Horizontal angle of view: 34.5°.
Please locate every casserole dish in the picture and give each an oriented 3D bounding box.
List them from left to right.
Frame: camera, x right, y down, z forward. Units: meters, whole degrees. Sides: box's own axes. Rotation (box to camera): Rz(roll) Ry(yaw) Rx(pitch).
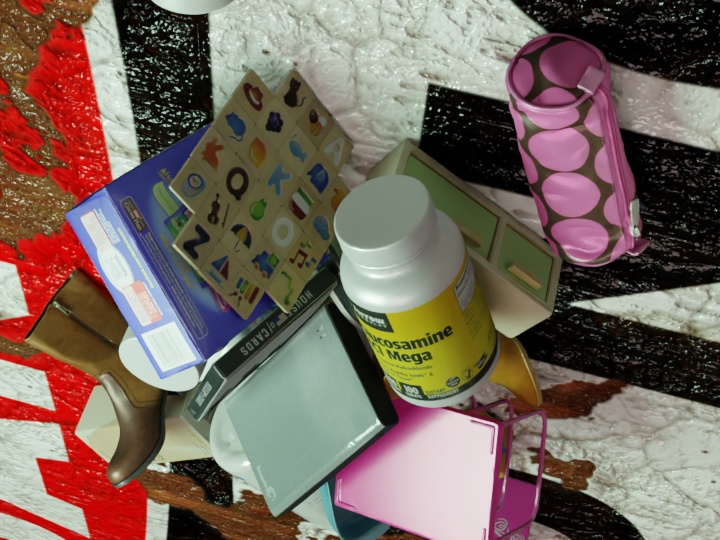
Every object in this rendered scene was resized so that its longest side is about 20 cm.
[{"bbox_3d":[-0.005,0.216,1.341,0.038,0.120,0.204,12,119,47],"label":"casserole dish"}]

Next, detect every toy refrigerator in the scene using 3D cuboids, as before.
[{"bbox_3d":[0.095,-0.028,1.088,0.199,0.077,0.070,35,140,-18],"label":"toy refrigerator"}]

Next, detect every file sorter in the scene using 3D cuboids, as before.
[{"bbox_3d":[0.089,0.199,1.257,0.197,0.124,0.142,11,101,36],"label":"file sorter"}]

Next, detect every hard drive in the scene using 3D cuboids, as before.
[{"bbox_3d":[-0.056,0.148,1.215,0.033,0.141,0.200,-4,149,-46],"label":"hard drive"}]

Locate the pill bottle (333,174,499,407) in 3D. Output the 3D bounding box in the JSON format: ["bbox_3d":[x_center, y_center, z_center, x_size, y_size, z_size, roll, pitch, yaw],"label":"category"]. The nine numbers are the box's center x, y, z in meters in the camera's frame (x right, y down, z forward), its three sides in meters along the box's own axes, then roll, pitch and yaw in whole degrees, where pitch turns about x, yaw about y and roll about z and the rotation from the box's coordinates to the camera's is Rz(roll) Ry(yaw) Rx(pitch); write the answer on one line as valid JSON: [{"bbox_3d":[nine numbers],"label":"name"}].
[{"bbox_3d":[0.047,0.018,1.011,0.110,0.114,0.201,-1,138,24],"label":"pill bottle"}]

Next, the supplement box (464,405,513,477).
[{"bbox_3d":[0.094,0.232,1.415,0.066,0.070,0.199,34,138,-23],"label":"supplement box"}]

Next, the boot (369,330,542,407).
[{"bbox_3d":[0.092,0.095,1.190,0.143,0.071,0.203,-33,118,-1],"label":"boot"}]

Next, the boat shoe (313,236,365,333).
[{"bbox_3d":[0.000,0.000,1.164,0.199,0.076,0.060,40,143,-26],"label":"boat shoe"}]

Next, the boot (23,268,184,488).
[{"bbox_3d":[-0.305,0.129,1.359,0.199,0.190,0.068,40,155,-28],"label":"boot"}]

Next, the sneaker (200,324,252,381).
[{"bbox_3d":[-0.202,0.068,1.306,0.115,0.074,0.199,39,153,-14],"label":"sneaker"}]

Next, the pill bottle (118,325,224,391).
[{"bbox_3d":[-0.164,0.013,1.144,0.109,0.202,0.112,11,142,9],"label":"pill bottle"}]

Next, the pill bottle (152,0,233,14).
[{"bbox_3d":[-0.124,-0.289,0.832,0.110,0.113,0.202,14,142,6],"label":"pill bottle"}]

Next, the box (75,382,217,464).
[{"bbox_3d":[-0.264,0.193,1.509,0.197,0.079,0.095,-14,133,35],"label":"box"}]

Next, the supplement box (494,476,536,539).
[{"bbox_3d":[0.156,0.352,1.506,0.099,0.104,0.202,15,141,6],"label":"supplement box"}]

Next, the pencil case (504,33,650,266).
[{"bbox_3d":[0.183,-0.095,0.962,0.093,0.091,0.201,35,161,43],"label":"pencil case"}]

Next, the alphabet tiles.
[{"bbox_3d":[-0.080,-0.068,1.018,0.006,0.202,0.167,2,143,47],"label":"alphabet tiles"}]

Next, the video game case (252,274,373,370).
[{"bbox_3d":[-0.081,0.056,1.310,0.179,0.024,0.201,-3,136,25],"label":"video game case"}]

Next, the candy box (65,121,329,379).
[{"bbox_3d":[-0.139,-0.030,1.046,0.076,0.200,0.171,-20,103,43],"label":"candy box"}]

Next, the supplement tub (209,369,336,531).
[{"bbox_3d":[-0.073,0.216,1.392,0.130,0.134,0.200,-13,142,34],"label":"supplement tub"}]

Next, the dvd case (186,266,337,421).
[{"bbox_3d":[-0.103,0.078,1.170,0.025,0.150,0.200,47,157,4],"label":"dvd case"}]
